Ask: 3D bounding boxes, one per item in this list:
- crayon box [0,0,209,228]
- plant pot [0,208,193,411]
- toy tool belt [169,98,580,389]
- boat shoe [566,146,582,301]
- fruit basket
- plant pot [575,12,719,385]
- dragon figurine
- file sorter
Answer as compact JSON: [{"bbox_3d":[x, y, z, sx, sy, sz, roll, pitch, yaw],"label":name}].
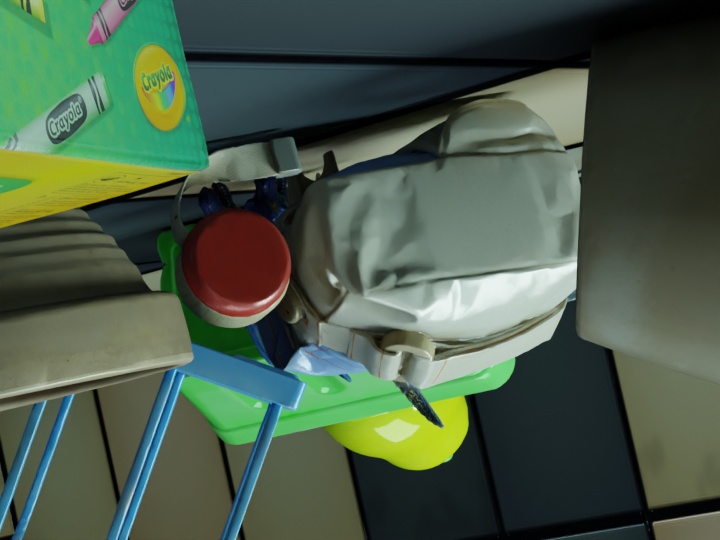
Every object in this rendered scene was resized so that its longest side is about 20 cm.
[{"bbox_3d":[-0.118,-0.036,0.383,0.119,0.058,0.200,-14,177,14],"label":"crayon box"},{"bbox_3d":[-0.164,0.010,0.708,0.201,0.093,0.201,-12,176,-1],"label":"plant pot"},{"bbox_3d":[0.000,0.000,0.921,0.200,0.125,0.123,-12,168,-24],"label":"toy tool belt"},{"bbox_3d":[0.151,-0.032,1.248,0.200,0.091,0.071,-13,177,13],"label":"boat shoe"},{"bbox_3d":[0.001,0.035,1.222,0.215,0.156,0.216,-6,163,-2],"label":"fruit basket"},{"bbox_3d":[0.172,-0.027,0.790,0.173,0.200,0.200,3,179,8],"label":"plant pot"},{"bbox_3d":[-0.021,0.018,1.039,0.059,0.200,0.099,10,-139,36],"label":"dragon figurine"},{"bbox_3d":[-0.139,0.072,0.895,0.200,0.123,0.139,19,176,-2],"label":"file sorter"}]
